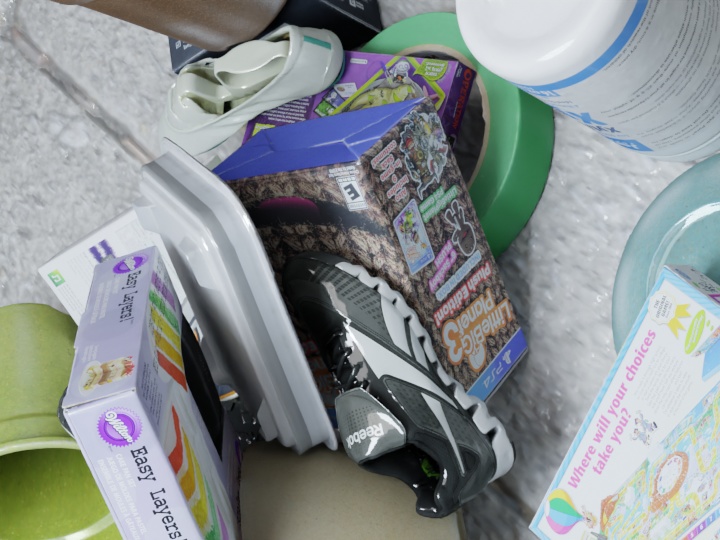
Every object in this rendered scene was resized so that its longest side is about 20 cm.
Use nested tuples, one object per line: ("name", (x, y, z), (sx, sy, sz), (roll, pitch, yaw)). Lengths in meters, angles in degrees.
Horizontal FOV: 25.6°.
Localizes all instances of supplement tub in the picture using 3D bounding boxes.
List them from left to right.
("supplement tub", (0.164, -0.156, 1.011), (0.131, 0.199, 0.134), (-14, 67, 37))

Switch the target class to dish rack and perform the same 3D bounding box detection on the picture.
("dish rack", (-0.089, 0.023, 1.043), (0.043, 0.202, 0.171), (-29, 29, -15))

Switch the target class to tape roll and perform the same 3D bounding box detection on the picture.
("tape roll", (0.050, -0.091, 1.193), (0.199, 0.048, 0.203), (-14, 68, 38))

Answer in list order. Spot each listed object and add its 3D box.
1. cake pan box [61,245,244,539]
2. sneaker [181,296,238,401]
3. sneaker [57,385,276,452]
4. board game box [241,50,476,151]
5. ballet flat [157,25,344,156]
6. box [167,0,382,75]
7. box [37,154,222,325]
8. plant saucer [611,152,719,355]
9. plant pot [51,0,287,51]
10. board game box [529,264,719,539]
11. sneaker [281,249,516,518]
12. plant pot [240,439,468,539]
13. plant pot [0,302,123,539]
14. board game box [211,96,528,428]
("cake pan box", (-0.122, 0.106, 0.996), (0.052, 0.186, 0.201), (-16, 24, 4))
("sneaker", (-0.102, 0.040, 1.212), (0.200, 0.079, 0.079), (-54, 6, 46))
("sneaker", (-0.137, 0.138, 1.218), (0.197, 0.088, 0.076), (14, 59, 13))
("board game box", (-0.010, -0.106, 1.199), (0.198, 0.032, 0.122), (13, 89, 43))
("ballet flat", (-0.102, -0.145, 1.231), (0.198, 0.069, 0.070), (-20, 65, 35))
("box", (-0.082, -0.265, 1.321), (0.147, 0.106, 0.203), (-25, 62, 33))
("box", (-0.151, 0.012, 1.288), (0.199, 0.036, 0.145), (-27, 104, 33))
("plant saucer", (0.237, 0.012, 1.005), (0.199, 0.038, 0.204), (-13, 70, 38))
("plant pot", (-0.154, -0.266, 1.179), (0.199, 0.197, 0.203), (-14, 68, 37))
("board game box", (0.199, 0.117, 0.974), (0.134, 0.034, 0.202), (40, 116, 36))
("sneaker", (0.012, 0.076, 1.011), (0.200, 0.090, 0.066), (49, 137, -4))
("plant pot", (0.007, 0.203, 1.067), (0.133, 0.201, 0.203), (-12, 66, 5))
("plant pot", (-0.277, 0.137, 1.330), (0.200, 0.199, 0.186), (-41, 43, 24))
("board game box", (0.000, 0.000, 1.102), (0.158, 0.097, 0.202), (-6, 116, 39))
